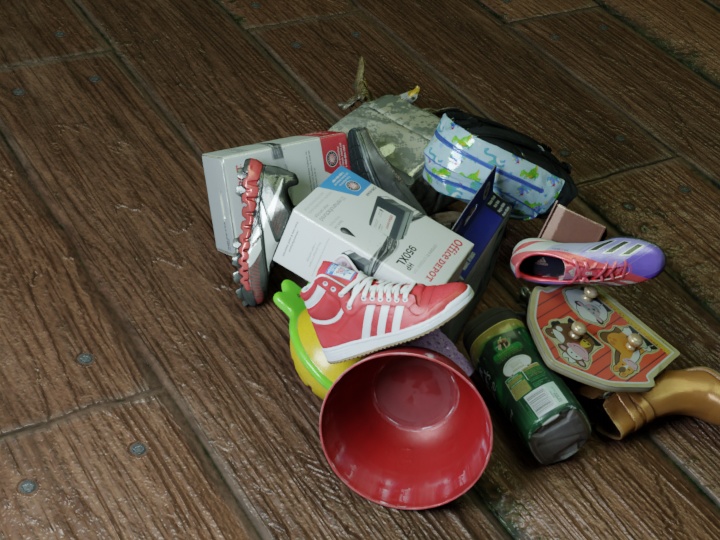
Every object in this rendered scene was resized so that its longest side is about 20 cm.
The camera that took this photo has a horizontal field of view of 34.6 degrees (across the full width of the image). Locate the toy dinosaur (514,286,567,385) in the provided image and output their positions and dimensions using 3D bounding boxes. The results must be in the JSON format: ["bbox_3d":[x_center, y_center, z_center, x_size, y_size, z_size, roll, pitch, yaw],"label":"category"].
[{"bbox_3d":[0.271,0.095,1.554,0.077,0.102,0.201,10,46,-20],"label":"toy dinosaur"}]

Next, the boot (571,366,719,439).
[{"bbox_3d":[0.379,0.170,1.485,0.200,0.077,0.155,33,43,29],"label":"boot"}]

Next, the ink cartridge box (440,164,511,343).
[{"bbox_3d":[0.149,-0.011,1.563,0.040,0.201,0.200,21,40,14],"label":"ink cartridge box"}]

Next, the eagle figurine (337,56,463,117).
[{"bbox_3d":[0.070,-0.253,1.930,0.199,0.151,0.152,30,77,-22],"label":"eagle figurine"}]

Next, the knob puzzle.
[{"bbox_3d":[0.297,0.079,1.471,0.219,0.031,0.220,16,38,-13],"label":"knob puzzle"}]

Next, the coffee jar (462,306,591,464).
[{"bbox_3d":[0.206,0.141,1.461,0.085,0.104,0.200,-32,46,2],"label":"coffee jar"}]

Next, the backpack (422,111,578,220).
[{"bbox_3d":[0.186,-0.152,1.663,0.200,0.154,0.163,33,16,-40],"label":"backpack"}]

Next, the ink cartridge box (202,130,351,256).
[{"bbox_3d":[-0.115,-0.112,1.661,0.199,0.145,0.084,-15,15,-28],"label":"ink cartridge box"}]

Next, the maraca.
[{"bbox_3d":[-0.037,0.088,1.461,0.137,0.107,0.200,7,42,-48],"label":"maraca"}]

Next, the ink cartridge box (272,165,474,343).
[{"bbox_3d":[0.019,-0.022,1.400,0.199,0.084,0.145,31,35,7],"label":"ink cartridge box"}]

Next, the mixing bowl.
[{"bbox_3d":[0.059,0.165,1.349,0.199,0.201,0.108,14,23,5],"label":"mixing bowl"}]

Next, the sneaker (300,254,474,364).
[{"bbox_3d":[0.022,0.025,1.293,0.199,0.113,0.071,-22,11,27],"label":"sneaker"}]

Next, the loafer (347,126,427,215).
[{"bbox_3d":[0.043,-0.117,1.650,0.072,0.201,0.073,-25,5,-16],"label":"loafer"}]

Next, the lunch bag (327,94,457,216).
[{"bbox_3d":[0.043,-0.164,1.776,0.200,0.140,0.167,34,44,29],"label":"lunch bag"}]

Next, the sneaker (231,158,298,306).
[{"bbox_3d":[-0.122,-0.049,1.564,0.097,0.202,0.071,4,5,-2],"label":"sneaker"}]

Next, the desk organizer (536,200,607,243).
[{"bbox_3d":[0.302,-0.035,1.640,0.077,0.072,0.200,27,0,15],"label":"desk organizer"}]

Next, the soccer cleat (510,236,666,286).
[{"bbox_3d":[0.293,-0.006,1.497,0.199,0.069,0.073,3,19,13],"label":"soccer cleat"}]

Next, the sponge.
[{"bbox_3d":[0.058,0.076,1.459,0.200,0.030,0.112,48,26,5],"label":"sponge"}]

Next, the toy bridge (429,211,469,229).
[{"bbox_3d":[0.116,-0.053,1.713,0.199,0.067,0.027,-11,43,-25],"label":"toy bridge"}]
